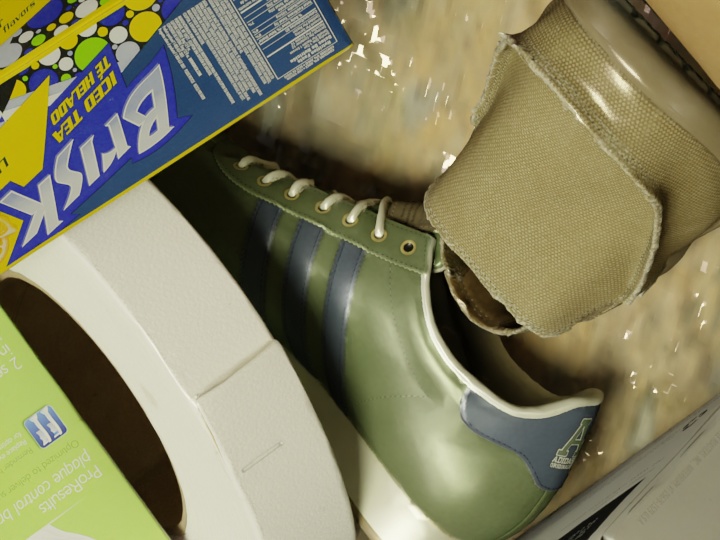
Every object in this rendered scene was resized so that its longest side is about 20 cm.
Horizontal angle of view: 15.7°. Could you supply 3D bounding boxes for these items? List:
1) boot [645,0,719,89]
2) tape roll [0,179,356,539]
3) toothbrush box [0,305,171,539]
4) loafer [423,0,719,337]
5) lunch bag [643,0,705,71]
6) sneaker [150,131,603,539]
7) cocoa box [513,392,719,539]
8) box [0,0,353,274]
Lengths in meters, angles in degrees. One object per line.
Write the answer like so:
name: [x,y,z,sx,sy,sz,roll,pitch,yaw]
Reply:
boot: [0.161,-0.051,0.600,0.175,0.066,0.200,-20,123,27]
tape roll: [-0.078,0.036,0.875,0.203,0.037,0.203,43,154,26]
toothbrush box: [-0.135,0.094,0.909,0.200,0.086,0.146,54,159,2]
loafer: [0.060,-0.019,0.729,0.076,0.067,0.200,47,172,14]
lunch bag: [0.159,-0.095,0.658,0.160,0.077,0.200,-32,118,34]
sneaker: [0.000,0.000,0.855,0.090,0.067,0.200,-42,79,21]
cocoa box: [0.080,0.150,0.822,0.131,0.133,0.200,50,129,2]
box: [-0.108,-0.050,0.777,0.070,0.200,0.064,56,178,46]
